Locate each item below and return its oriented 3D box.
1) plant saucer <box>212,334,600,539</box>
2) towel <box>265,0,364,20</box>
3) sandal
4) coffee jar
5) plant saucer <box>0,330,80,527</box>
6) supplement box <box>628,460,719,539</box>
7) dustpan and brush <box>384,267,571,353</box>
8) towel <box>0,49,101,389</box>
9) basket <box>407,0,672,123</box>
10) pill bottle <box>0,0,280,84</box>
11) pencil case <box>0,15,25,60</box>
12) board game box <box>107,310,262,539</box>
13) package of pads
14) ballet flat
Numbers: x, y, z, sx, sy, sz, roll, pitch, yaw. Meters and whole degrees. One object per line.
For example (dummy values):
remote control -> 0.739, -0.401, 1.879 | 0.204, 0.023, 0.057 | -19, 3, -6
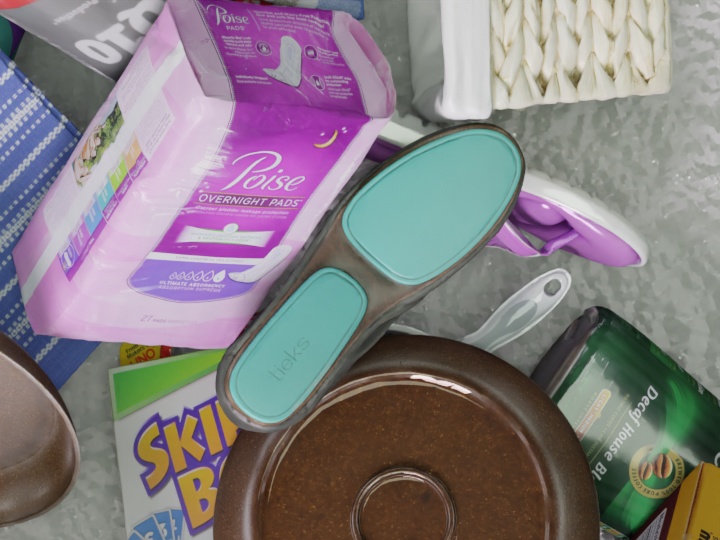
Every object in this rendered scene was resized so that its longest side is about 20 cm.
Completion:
plant saucer -> 0.022, 0.128, 1.369 | 0.199, 0.034, 0.201 | -1, 76, 4
towel -> -0.065, -0.204, 1.310 | 0.024, 0.200, 0.148 | -17, 75, 33
sandal -> 0.055, -0.037, 1.428 | 0.202, 0.082, 0.050 | 25, 81, 7
coffee jar -> 0.177, 0.114, 1.443 | 0.200, 0.085, 0.105 | 34, 91, -6
plant saucer -> -0.236, 0.065, 1.379 | 0.199, 0.200, 0.032 | 19, 54, -5
supplement box -> 0.195, 0.243, 1.380 | 0.197, 0.133, 0.200 | 30, 132, -5
dustpan and brush -> 0.031, 0.063, 1.441 | 0.200, 0.057, 0.140 | -39, 95, -1
towel -> -0.193, -0.021, 1.383 | 0.145, 0.024, 0.200 | -49, 127, -9
basket -> 0.089, -0.180, 1.394 | 0.123, 0.136, 0.201 | -3, 94, -6
pill bottle -> -0.108, -0.150, 1.346 | 0.200, 0.114, 0.114 | 29, 91, -46
pencil case -> -0.224, -0.104, 1.397 | 0.085, 0.092, 0.201 | 19, 91, -5
board game box -> -0.077, 0.124, 1.416 | 0.095, 0.030, 0.201 | -12, 74, 15
package of pads -> -0.079, -0.043, 1.339 | 0.120, 0.200, 0.076 | 2, 51, -36
ballet flat -> 0.000, 0.000, 1.364 | 0.200, 0.068, 0.068 | -43, 92, -5
